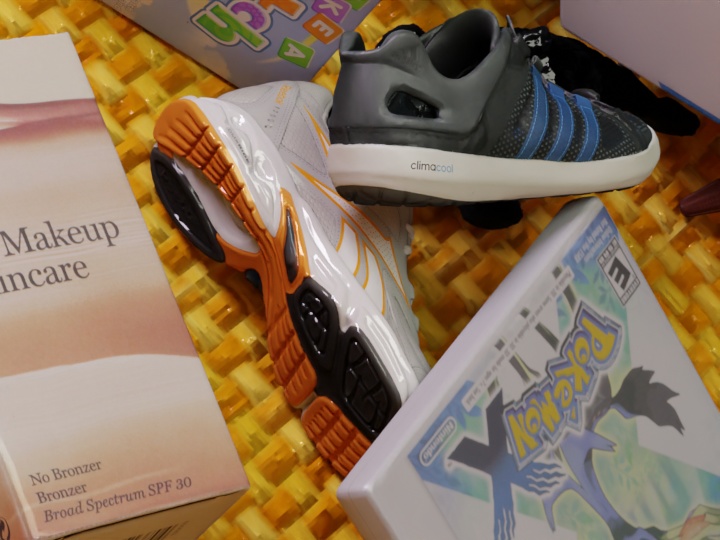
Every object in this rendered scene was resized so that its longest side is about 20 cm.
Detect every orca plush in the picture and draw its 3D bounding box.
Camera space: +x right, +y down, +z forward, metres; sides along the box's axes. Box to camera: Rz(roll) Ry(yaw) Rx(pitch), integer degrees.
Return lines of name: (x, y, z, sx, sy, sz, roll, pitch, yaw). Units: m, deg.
orca plush: (0.076, -0.078, 1.225, 0.199, 0.071, 0.106, 3, 62, -29)

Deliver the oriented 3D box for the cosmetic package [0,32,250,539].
cosmetic package: (-0.133, 0.019, 1.034, 0.103, 0.087, 0.201, -13, 70, -34)

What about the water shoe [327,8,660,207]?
water shoe: (0.064, -0.071, 1.137, 0.200, 0.071, 0.079, -9, 101, -52)

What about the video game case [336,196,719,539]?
video game case: (0.089, 0.099, 1.118, 0.200, 0.022, 0.183, -49, 117, -40)

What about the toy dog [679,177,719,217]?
toy dog: (0.213, -0.081, 1.300, 0.200, 0.096, 0.132, -49, 126, -49)

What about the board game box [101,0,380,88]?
board game box: (-0.079, -0.165, 1.131, 0.200, 0.151, 0.037, 31, 52, -12)

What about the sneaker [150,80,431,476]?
sneaker: (0.000, 0.000, 1.131, 0.092, 0.076, 0.200, -25, 78, -35)

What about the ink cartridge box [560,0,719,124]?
ink cartridge box: (0.210, -0.157, 1.241, 0.200, 0.084, 0.144, -34, 51, -27)
